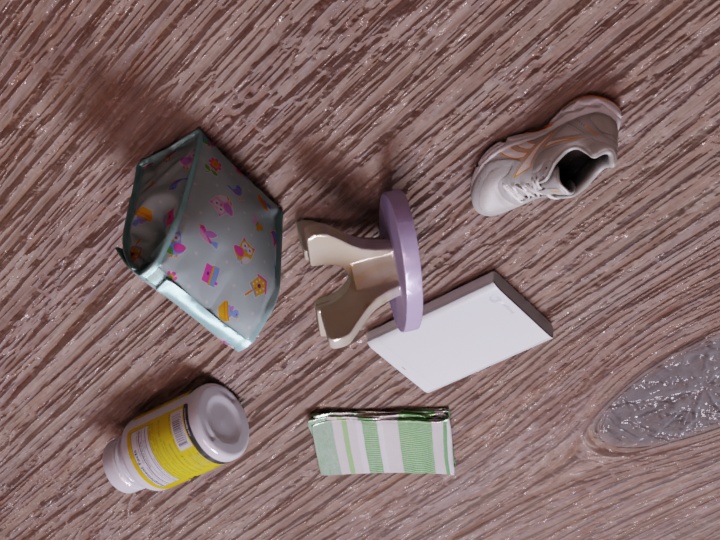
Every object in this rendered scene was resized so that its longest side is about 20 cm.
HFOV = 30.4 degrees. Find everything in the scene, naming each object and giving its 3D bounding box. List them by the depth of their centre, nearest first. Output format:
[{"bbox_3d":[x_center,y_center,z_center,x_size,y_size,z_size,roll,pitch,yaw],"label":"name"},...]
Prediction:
[{"bbox_3d":[0.195,-0.106,1.432,0.076,0.092,0.200,33,131,-27],"label":"sneaker"},{"bbox_3d":[-0.176,-0.023,1.473,0.122,0.200,0.170,-24,132,28],"label":"lunch bag"},{"bbox_3d":[0.000,0.000,1.521,0.117,0.184,0.200,-12,129,-7],"label":"toy table"},{"bbox_3d":[0.127,0.082,1.695,0.200,0.026,0.132,-27,129,31],"label":"hard drive"},{"bbox_3d":[-0.261,0.240,1.836,0.200,0.111,0.111,-26,130,30],"label":"pill bottle"},{"bbox_3d":[0.032,0.248,1.887,0.200,0.023,0.153,-3,138,7],"label":"towel"}]
